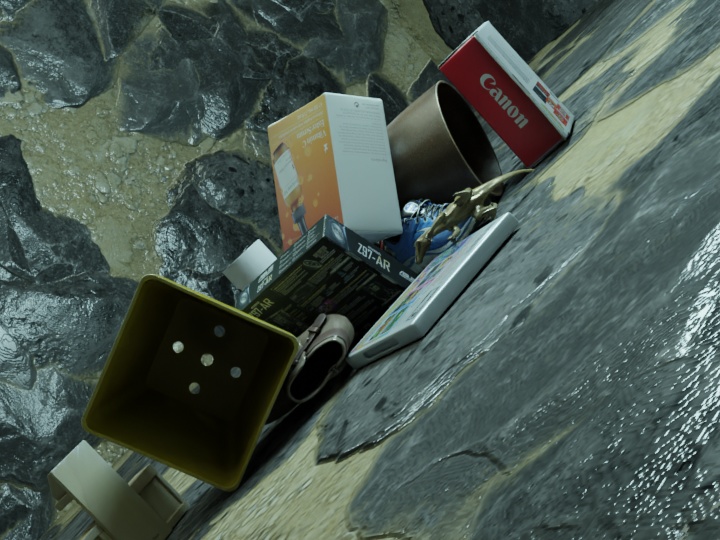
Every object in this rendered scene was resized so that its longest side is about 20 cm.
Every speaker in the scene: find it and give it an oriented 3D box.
[{"bbox_3d":[-0.123,0.047,1.644,0.081,0.200,0.081,-42,4,4],"label":"speaker"}]

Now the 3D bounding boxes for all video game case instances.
[{"bbox_3d":[0.082,0.026,1.231,0.200,0.024,0.182,-47,6,-29],"label":"video game case"}]

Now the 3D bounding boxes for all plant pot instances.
[{"bbox_3d":[-0.201,0.124,1.299,0.176,0.199,0.201,-108,42,-84],"label":"plant pot"},{"bbox_3d":[0.081,-0.149,1.555,0.199,0.187,0.187,-28,10,23],"label":"plant pot"}]

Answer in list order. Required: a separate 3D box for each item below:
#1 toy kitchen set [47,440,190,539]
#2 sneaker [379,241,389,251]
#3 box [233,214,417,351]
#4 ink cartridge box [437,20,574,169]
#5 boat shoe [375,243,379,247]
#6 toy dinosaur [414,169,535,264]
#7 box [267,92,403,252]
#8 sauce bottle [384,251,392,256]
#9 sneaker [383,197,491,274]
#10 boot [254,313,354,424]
[{"bbox_3d":[-0.367,0.340,1.344,0.180,0.163,0.200,-40,6,35],"label":"toy kitchen set"},{"bbox_3d":[0.073,-0.046,1.746,0.083,0.081,0.200,-1,-9,-3],"label":"sneaker"},{"bbox_3d":[-0.047,0.035,1.382,0.200,0.160,0.044,-41,30,34],"label":"box"},{"bbox_3d":[0.212,-0.254,1.516,0.084,0.200,0.176,-41,4,22],"label":"ink cartridge box"},{"bbox_3d":[-0.020,-0.056,1.705,0.074,0.065,0.202,-30,-17,4],"label":"boat shoe"},{"bbox_3d":[0.138,-0.085,1.334,0.200,0.058,0.101,-38,9,2],"label":"toy dinosaur"},{"bbox_3d":[-0.039,-0.130,1.489,0.106,0.201,0.152,0,-14,-39],"label":"box"},{"bbox_3d":[0.000,0.000,1.484,0.066,0.066,0.200,-41,-17,19],"label":"sauce bottle"},{"bbox_3d":[0.099,-0.062,1.455,0.200,0.089,0.079,-35,9,45],"label":"sneaker"},{"bbox_3d":[-0.080,0.134,1.314,0.201,0.070,0.146,-56,10,9],"label":"boot"}]
